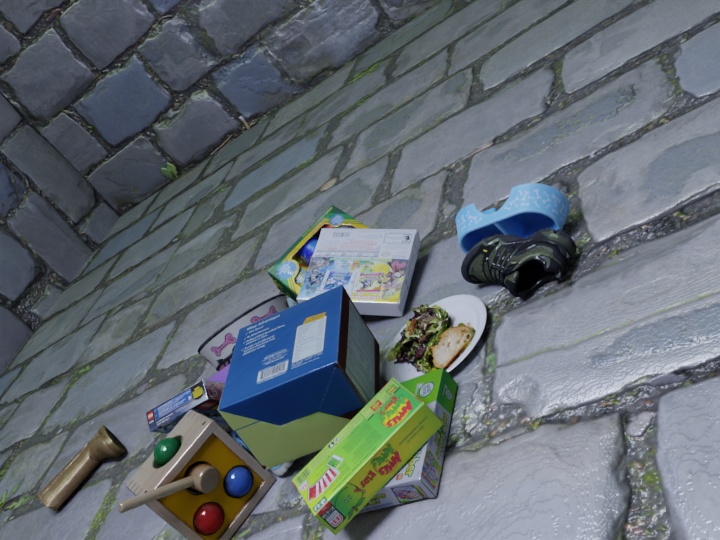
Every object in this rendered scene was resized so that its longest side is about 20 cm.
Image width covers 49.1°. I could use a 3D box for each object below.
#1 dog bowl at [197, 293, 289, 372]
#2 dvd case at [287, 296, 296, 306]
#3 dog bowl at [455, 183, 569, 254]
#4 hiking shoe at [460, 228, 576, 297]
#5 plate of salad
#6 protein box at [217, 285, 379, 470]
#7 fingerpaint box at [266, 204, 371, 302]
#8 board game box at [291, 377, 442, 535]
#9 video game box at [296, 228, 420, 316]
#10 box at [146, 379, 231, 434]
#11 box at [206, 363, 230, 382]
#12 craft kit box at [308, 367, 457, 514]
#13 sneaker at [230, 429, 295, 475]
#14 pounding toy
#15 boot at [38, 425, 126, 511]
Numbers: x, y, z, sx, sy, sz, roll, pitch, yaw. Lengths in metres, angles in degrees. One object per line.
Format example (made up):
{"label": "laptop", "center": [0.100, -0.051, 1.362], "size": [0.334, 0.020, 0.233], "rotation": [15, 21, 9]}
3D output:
{"label": "dog bowl", "center": [-0.209, 0.130, 1.518], "size": [0.200, 0.074, 0.200], "rotation": [-33, -6, -4]}
{"label": "dvd case", "center": [-0.197, 0.132, 1.700], "size": [0.146, 0.022, 0.200], "rotation": [-23, 28, 35]}
{"label": "dog bowl", "center": [0.245, -0.073, 1.293], "size": [0.199, 0.111, 0.050], "rotation": [-21, 43, 38]}
{"label": "hiking shoe", "center": [0.231, -0.005, 1.227], "size": [0.199, 0.076, 0.101], "rotation": [-16, 30, 42]}
{"label": "plate of salad", "center": [0.110, 0.105, 1.254], "size": [0.200, 0.048, 0.200], "rotation": [-33, 25, 18]}
{"label": "protein box", "center": [-0.086, 0.159, 1.205], "size": [0.198, 0.135, 0.200], "rotation": [-23, 27, 15]}
{"label": "fingerpaint box", "center": [-0.060, -0.013, 1.593], "size": [0.167, 0.073, 0.200], "rotation": [35, 74, 34]}
{"label": "board game box", "center": [0.007, 0.245, 1.061], "size": [0.200, 0.048, 0.102], "rotation": [-45, 25, -8]}
{"label": "video game box", "center": [0.000, 0.000, 1.478], "size": [0.199, 0.047, 0.183], "rotation": [2, 47, 19]}
{"label": "box", "center": [-0.258, 0.247, 1.394], "size": [0.137, 0.200, 0.040], "rotation": [-30, 64, 21]}
{"label": "box", "center": [-0.216, 0.206, 1.470], "size": [0.200, 0.137, 0.039], "rotation": [-34, 67, 13]}
{"label": "craft kit box", "center": [0.035, 0.249, 1.125], "size": [0.197, 0.049, 0.200], "rotation": [-22, 30, 31]}
{"label": "sneaker", "center": [-0.172, 0.274, 1.326], "size": [0.078, 0.090, 0.200], "rotation": [-50, 22, -22]}
{"label": "pounding toy", "center": [-0.263, 0.333, 1.225], "size": [0.184, 0.200, 0.142], "rotation": [-50, 26, -21]}
{"label": "boot", "center": [-0.613, 0.443, 1.736], "size": [0.200, 0.066, 0.175], "rotation": [-48, 12, -18]}
